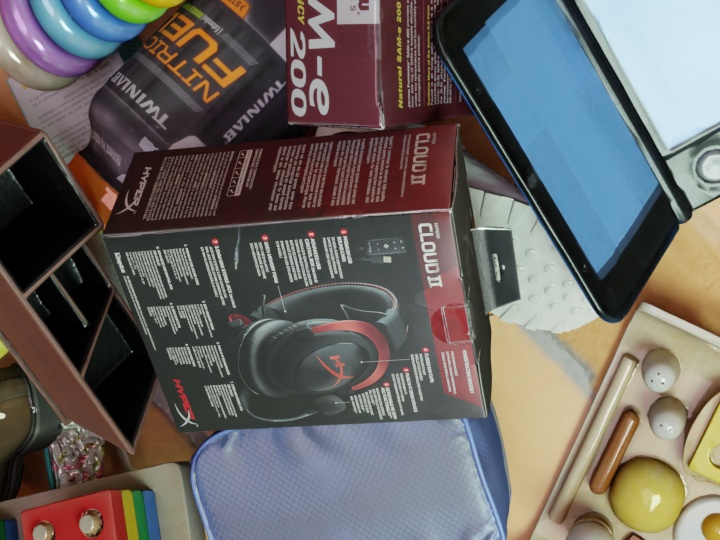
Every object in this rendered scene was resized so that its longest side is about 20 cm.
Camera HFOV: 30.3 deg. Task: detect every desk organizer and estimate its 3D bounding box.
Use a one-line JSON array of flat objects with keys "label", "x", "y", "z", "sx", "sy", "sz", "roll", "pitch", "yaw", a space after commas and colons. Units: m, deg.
[{"label": "desk organizer", "x": -0.176, "y": 0.010, "z": 0.770, "sx": 0.077, "sy": 0.072, "sz": 0.201, "roll": 17, "pitch": 144, "yaw": 44}]

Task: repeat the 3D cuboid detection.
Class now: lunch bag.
[{"label": "lunch bag", "x": -0.006, "y": 0.135, "z": 0.830, "sx": 0.199, "sy": 0.132, "sz": 0.137, "roll": -15, "pitch": 94, "yaw": 11}]

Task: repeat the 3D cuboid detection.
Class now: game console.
[{"label": "game console", "x": 0.159, "y": -0.105, "z": 0.726, "sx": 0.170, "sy": 0.118, "sz": 0.201, "roll": -29, "pitch": 109, "yaw": 16}]

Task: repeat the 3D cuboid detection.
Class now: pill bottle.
[{"label": "pill bottle", "x": -0.088, "y": -0.100, "z": 0.794, "sx": 0.106, "sy": 0.106, "sz": 0.200, "roll": 43, "pitch": 86, "yaw": 4}]

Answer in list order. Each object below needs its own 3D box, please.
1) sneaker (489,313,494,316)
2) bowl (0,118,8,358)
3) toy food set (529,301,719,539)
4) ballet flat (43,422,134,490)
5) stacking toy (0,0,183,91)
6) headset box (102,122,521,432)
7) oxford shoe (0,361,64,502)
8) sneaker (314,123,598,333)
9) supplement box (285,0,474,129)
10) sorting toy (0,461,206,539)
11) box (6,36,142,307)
[{"label": "sneaker", "x": 0.000, "y": 0.000, "z": 0.815, "sx": 0.199, "sy": 0.112, "sz": 0.078, "roll": 8, "pitch": 102, "yaw": 14}, {"label": "bowl", "x": -0.250, "y": -0.012, "z": 0.872, "sx": 0.107, "sy": 0.200, "sz": 0.201, "roll": 10, "pitch": 107, "yaw": -31}, {"label": "toy food set", "x": 0.196, "y": 0.137, "z": 0.813, "sx": 0.143, "sy": 0.060, "sz": 0.201, "roll": 25, "pitch": 105, "yaw": 10}, {"label": "ballet flat", "x": -0.183, "y": 0.171, "z": 0.921, "sx": 0.063, "sy": 0.076, "sz": 0.201, "roll": -7, "pitch": 105, "yaw": -16}, {"label": "stacking toy", "x": -0.127, "y": -0.171, "z": 0.759, "sx": 0.199, "sy": 0.085, "sz": 0.086, "roll": -16, "pitch": 95, "yaw": 34}, {"label": "headset box", "x": -0.016, "y": 0.008, "z": 0.709, "sx": 0.199, "sy": 0.075, "sz": 0.149, "roll": -4, "pitch": 131, "yaw": 12}, {"label": "oxford shoe", "x": -0.269, "y": 0.120, "z": 0.896, "sx": 0.073, "sy": 0.084, "sz": 0.200, "roll": 62, "pitch": 142, "yaw": 21}, {"label": "sneaker", "x": 0.064, "y": -0.037, "z": 0.777, "sx": 0.199, "sy": 0.081, "sz": 0.077, "roll": 31, "pitch": 120, "yaw": -9}, {"label": "supplement box", "x": 0.035, "y": -0.138, "z": 0.733, "sx": 0.061, "sy": 0.200, "sz": 0.110, "roll": 4, "pitch": 101, "yaw": 29}, {"label": "sorting toy", "x": -0.189, "y": 0.236, "z": 0.826, "sx": 0.199, "sy": 0.070, "sz": 0.200, "roll": -16, "pitch": 76, "yaw": 24}, {"label": "box", "x": -0.148, "y": -0.056, "z": 0.878, "sx": 0.082, "sy": 0.049, "sz": 0.201, "roll": -25, "pitch": 92, "yaw": 17}]
